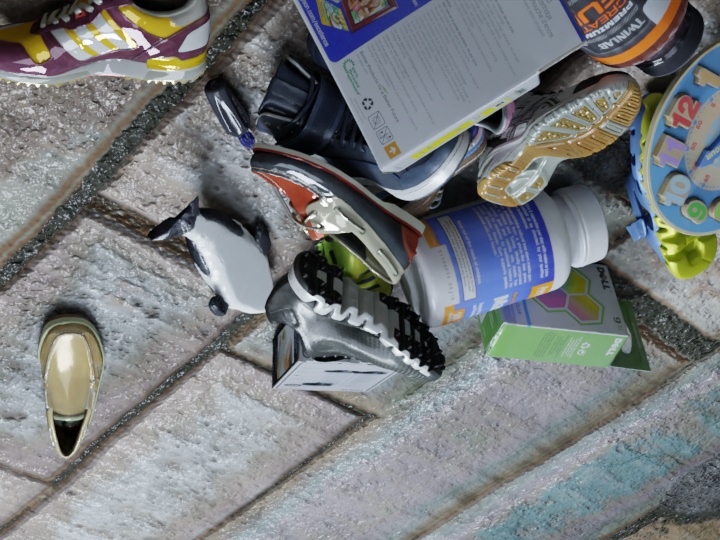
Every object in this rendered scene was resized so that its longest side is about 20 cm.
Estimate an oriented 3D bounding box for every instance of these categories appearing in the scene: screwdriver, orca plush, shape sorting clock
[{"bbox_3d":[-0.100,-0.111,1.236,0.028,0.029,0.200,-19,140,10],"label":"screwdriver"},{"bbox_3d":[-0.158,-0.014,1.292,0.071,0.105,0.200,17,176,29],"label":"orca plush"},{"bbox_3d":[0.349,-0.127,1.221,0.200,0.039,0.200,-12,116,-24],"label":"shape sorting clock"}]

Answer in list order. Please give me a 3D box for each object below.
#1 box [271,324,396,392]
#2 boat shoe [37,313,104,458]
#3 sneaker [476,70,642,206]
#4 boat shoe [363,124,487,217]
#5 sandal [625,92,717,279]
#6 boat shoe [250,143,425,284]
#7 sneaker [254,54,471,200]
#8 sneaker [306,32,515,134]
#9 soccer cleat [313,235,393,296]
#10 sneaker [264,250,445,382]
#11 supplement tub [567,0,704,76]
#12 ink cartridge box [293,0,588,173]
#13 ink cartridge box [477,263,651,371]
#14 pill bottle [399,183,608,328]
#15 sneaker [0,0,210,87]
[{"bbox_3d":[-0.025,0.085,1.363,0.117,0.060,0.200,3,167,-10],"label":"box"},{"bbox_3d":[-0.320,0.134,1.423,0.072,0.076,0.200,0,137,-8],"label":"boat shoe"},{"bbox_3d":[0.173,-0.141,1.183,0.076,0.088,0.200,21,144,-30],"label":"sneaker"},{"bbox_3d":[0.044,-0.092,1.251,0.200,0.072,0.072,-22,141,29],"label":"boat shoe"},{"bbox_3d":[0.295,-0.087,1.285,0.079,0.087,0.200,-26,122,-20],"label":"sandal"},{"bbox_3d":[-0.024,-0.053,1.160,0.200,0.071,0.063,29,83,-36],"label":"boat shoe"},{"bbox_3d":[-0.008,-0.128,1.131,0.146,0.077,0.202,32,167,-31],"label":"sneaker"},{"bbox_3d":[0.051,-0.174,1.145,0.200,0.082,0.070,9,136,-17],"label":"sneaker"},{"bbox_3d":[0.000,-0.001,1.310,0.084,0.065,0.200,-16,161,-7],"label":"soccer cleat"},{"bbox_3d":[-0.009,0.058,1.236,0.200,0.066,0.090,33,128,-27],"label":"sneaker"},{"bbox_3d":[0.203,-0.241,1.081,0.200,0.107,0.107,28,126,-33],"label":"supplement tub"},{"bbox_3d":[0.058,-0.213,1.039,0.200,0.198,0.047,-29,172,21],"label":"ink cartridge box"},{"bbox_3d":[0.228,0.045,1.395,0.200,0.104,0.059,7,136,-16],"label":"ink cartridge box"},{"bbox_3d":[0.142,-0.021,1.291,0.200,0.112,0.112,-16,139,-12],"label":"pill bottle"},{"bbox_3d":[-0.227,-0.210,1.079,0.200,0.075,0.090,-4,130,-14],"label":"sneaker"}]
